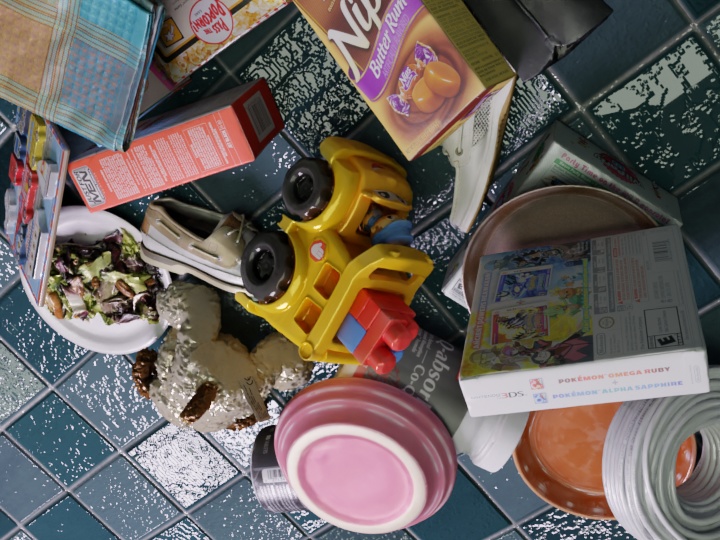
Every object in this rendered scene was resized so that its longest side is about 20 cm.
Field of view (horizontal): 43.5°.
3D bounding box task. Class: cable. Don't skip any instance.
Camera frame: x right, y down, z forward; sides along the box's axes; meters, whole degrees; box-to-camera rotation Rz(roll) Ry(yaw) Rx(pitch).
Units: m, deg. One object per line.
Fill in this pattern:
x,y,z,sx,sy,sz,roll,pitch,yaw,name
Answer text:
0.341,0.194,0.925,0.200,0.069,0.200,27,84,-24,cable

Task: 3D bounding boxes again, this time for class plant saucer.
0.271,0.194,1.016,0.200,0.032,0.201,6,118,11,plant saucer
0.000,0.206,0.953,0.200,0.051,0.201,8,123,12,plant saucer
0.198,0.006,0.865,0.200,0.032,0.201,6,118,11,plant saucer

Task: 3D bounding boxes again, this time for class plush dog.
-0.177,0.134,1.041,0.200,0.161,0.172,29,144,-9,plush dog

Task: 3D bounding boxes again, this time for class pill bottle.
-0.020,0.226,1.065,0.199,0.106,0.106,-9,114,18,pill bottle
0.076,0.132,0.985,0.200,0.116,0.116,27,120,-1,pill bottle

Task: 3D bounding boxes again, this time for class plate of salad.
-0.318,0.019,1.067,0.199,0.048,0.201,6,118,12,plate of salad

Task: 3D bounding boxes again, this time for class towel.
-0.276,-0.201,0.780,0.200,0.022,0.147,24,121,2,towel

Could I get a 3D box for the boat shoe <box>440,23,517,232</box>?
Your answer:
0.104,-0.137,0.867,0.069,0.071,0.201,13,110,8,boat shoe

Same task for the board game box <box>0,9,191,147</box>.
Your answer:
-0.265,-0.233,0.861,0.040,0.153,0.200,-29,106,27,board game box

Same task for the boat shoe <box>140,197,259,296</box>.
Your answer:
-0.146,-0.026,0.983,0.199,0.075,0.069,12,121,6,boat shoe

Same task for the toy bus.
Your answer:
0.000,0.000,0.867,0.192,0.136,0.200,43,110,39,toy bus

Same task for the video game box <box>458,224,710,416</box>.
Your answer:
0.183,0.037,0.753,0.182,0.200,0.047,-7,118,18,video game box

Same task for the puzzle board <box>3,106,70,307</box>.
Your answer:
-0.359,-0.083,0.983,0.017,0.151,0.200,-4,128,-35,puzzle board

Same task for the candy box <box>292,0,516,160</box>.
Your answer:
0.031,-0.213,0.802,0.200,0.056,0.117,55,138,5,candy box

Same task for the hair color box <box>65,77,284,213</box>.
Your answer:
-0.189,-0.128,0.926,0.200,0.102,0.061,-14,113,22,hair color box

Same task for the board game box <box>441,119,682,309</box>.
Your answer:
0.197,-0.024,0.903,0.147,0.064,0.200,32,122,-4,board game box

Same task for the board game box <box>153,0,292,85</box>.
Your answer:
-0.178,-0.303,0.862,0.151,0.046,0.200,-28,107,25,board game box

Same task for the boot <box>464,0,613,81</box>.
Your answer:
0.141,-0.282,0.750,0.165,0.066,0.200,-38,83,39,boot
